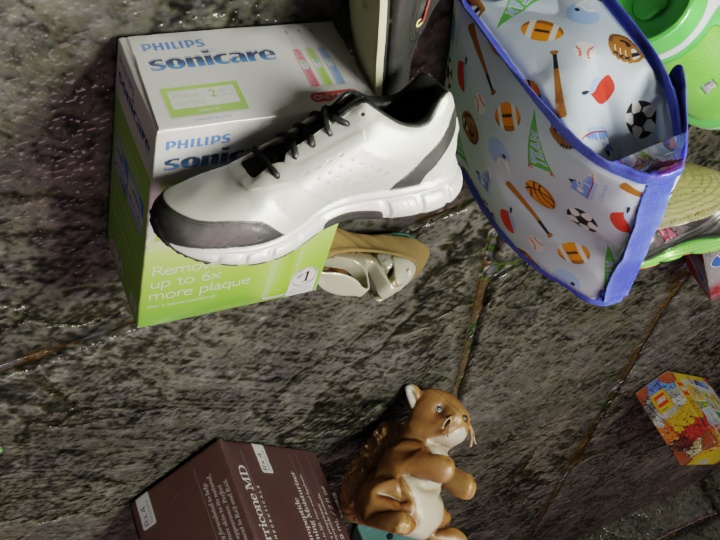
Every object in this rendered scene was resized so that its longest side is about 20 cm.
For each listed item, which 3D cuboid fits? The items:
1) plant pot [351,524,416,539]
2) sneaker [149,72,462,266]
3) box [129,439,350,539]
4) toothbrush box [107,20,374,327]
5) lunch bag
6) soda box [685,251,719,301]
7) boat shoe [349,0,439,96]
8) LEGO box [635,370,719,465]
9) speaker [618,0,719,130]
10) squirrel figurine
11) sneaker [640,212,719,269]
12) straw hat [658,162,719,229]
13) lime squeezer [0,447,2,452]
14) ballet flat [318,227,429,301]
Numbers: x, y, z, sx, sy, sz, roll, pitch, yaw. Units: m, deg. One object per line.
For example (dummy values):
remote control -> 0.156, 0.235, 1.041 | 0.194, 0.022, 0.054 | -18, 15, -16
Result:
plant pot -> 0.063, 0.505, 1.616 | 0.141, 0.142, 0.200 | -24, 144, -5
sneaker -> -0.029, -0.064, 0.530 | 0.199, 0.074, 0.080 | -20, 135, -24
box -> -0.142, 0.326, 1.121 | 0.164, 0.167, 0.200 | -36, 150, 18
toothbrush box -> -0.089, -0.062, 0.625 | 0.145, 0.086, 0.200 | -12, 146, -26
lunch bag -> 0.150, -0.092, 0.652 | 0.123, 0.201, 0.170 | -21, 150, -10
soda box -> 0.441, -0.033, 1.125 | 0.070, 0.064, 0.200 | -31, 151, 10
boat shoe -> 0.026, -0.174, 0.548 | 0.063, 0.074, 0.202 | -12, 145, -11
LEGO box -> 0.607, 0.271, 1.663 | 0.077, 0.149, 0.199 | -42, 148, 26
speaker -> 0.261, -0.177, 0.726 | 0.088, 0.089, 0.200 | -40, 148, 23
squirrel figurine -> 0.057, 0.242, 1.174 | 0.141, 0.188, 0.199 | 25, 162, -36
sneaker -> 0.333, -0.052, 1.011 | 0.199, 0.084, 0.077 | -14, -175, 7
straw hat -> 0.218, -0.103, 0.785 | 0.200, 0.201, 0.086 | -17, 111, -17
lime squeezer -> -0.396, 0.241, 0.911 | 0.070, 0.038, 0.200 | -9, 145, -30
ballet flat -> 0.000, 0.000, 0.819 | 0.199, 0.063, 0.069 | 8, 137, -46
